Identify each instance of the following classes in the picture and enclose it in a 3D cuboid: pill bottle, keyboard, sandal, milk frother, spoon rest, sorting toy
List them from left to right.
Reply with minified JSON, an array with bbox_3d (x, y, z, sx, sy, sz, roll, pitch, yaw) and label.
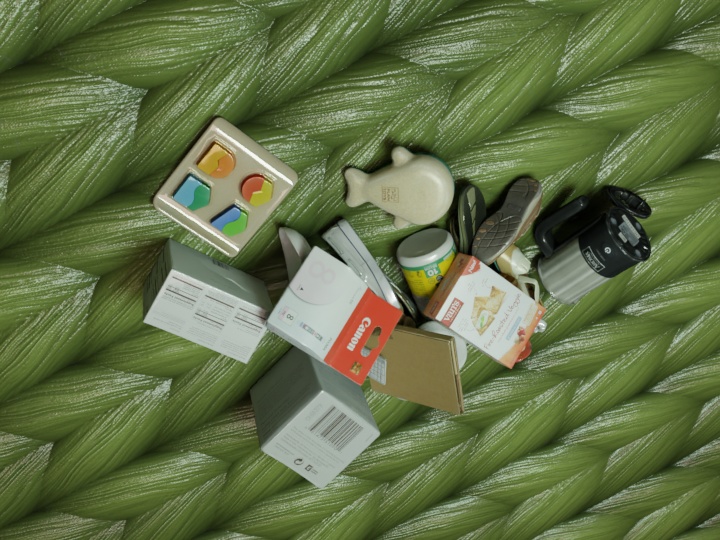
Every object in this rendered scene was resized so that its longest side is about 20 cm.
[{"bbox_3d":[-0.238,-0.141,1.414,0.185,0.036,0.200,35,102,-25],"label":"sorting toy"},{"bbox_3d":[-0.110,0.005,1.487,0.061,0.099,0.200,-31,127,-13],"label":"spoon rest"},{"bbox_3d":[-0.026,0.154,1.527,0.011,0.200,0.056,-20,125,-43],"label":"keyboard"},{"bbox_3d":[0.121,0.186,1.569,0.111,0.111,0.200,7,151,-17],"label":"pill bottle"},{"bbox_3d":[0.153,0.028,1.546,0.113,0.113,0.200,-25,118,-2],"label":"pill bottle"},{"bbox_3d":[0.199,-0.073,1.537,0.080,0.057,0.201,-40,139,-39],"label":"sandal"},{"bbox_3d":[0.470,-0.057,1.581,0.200,0.181,0.188,-8,158,-41],"label":"milk frother"}]

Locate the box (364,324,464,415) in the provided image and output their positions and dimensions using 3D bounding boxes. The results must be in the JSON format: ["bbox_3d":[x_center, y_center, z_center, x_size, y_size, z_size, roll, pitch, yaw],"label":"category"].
[{"bbox_3d":[0.092,0.175,1.465,0.021,0.200,0.164,-41,129,-42],"label":"box"}]

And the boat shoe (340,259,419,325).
[{"bbox_3d":[0.039,0.045,1.550,0.200,0.068,0.075,33,103,-24],"label":"boat shoe"}]

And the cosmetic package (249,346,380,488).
[{"bbox_3d":[-0.094,0.273,1.549,0.165,0.200,0.165,-45,117,8],"label":"cosmetic package"}]

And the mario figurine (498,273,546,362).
[{"bbox_3d":[0.299,0.109,1.587,0.123,0.106,0.200,-6,127,24],"label":"mario figurine"}]

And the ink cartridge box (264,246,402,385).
[{"bbox_3d":[-0.041,0.078,1.387,0.200,0.057,0.163,31,70,1],"label":"ink cartridge box"}]

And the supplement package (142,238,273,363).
[{"bbox_3d":[-0.275,0.053,1.427,0.200,0.156,0.111,27,103,-23],"label":"supplement package"}]

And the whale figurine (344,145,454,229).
[{"bbox_3d":[0.073,-0.157,1.464,0.200,0.104,0.159,2,117,12],"label":"whale figurine"}]

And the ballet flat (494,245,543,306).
[{"bbox_3d":[0.321,0.007,1.602,0.069,0.063,0.200,-55,132,-36],"label":"ballet flat"}]

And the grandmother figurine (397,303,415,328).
[{"bbox_3d":[0.013,0.133,1.551,0.200,0.061,0.121,-27,99,35],"label":"grandmother figurine"}]

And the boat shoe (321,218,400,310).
[{"bbox_3d":[0.000,0.000,1.480,0.065,0.074,0.200,-34,74,1],"label":"boat shoe"}]

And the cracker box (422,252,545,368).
[{"bbox_3d":[0.233,0.075,1.486,0.200,0.058,0.134,33,85,-22],"label":"cracker box"}]

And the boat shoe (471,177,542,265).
[{"bbox_3d":[0.288,-0.083,1.527,0.200,0.076,0.072,-50,142,-10],"label":"boat shoe"}]
